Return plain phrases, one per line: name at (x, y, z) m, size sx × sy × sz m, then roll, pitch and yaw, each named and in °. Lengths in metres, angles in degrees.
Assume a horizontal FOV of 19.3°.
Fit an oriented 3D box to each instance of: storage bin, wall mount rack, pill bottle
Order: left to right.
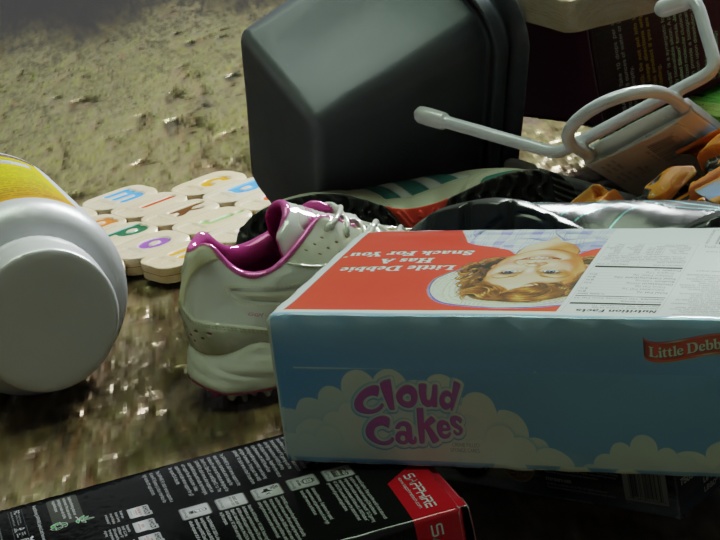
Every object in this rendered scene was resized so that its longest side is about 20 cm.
pill bottle at (-0.195, 0.003, 1.180) m, size 0.109 × 0.110 × 0.200 m, roll -16°, pitch 18°, yaw -16°
storage bin at (0.002, -0.108, 1.249) m, size 0.134 × 0.200 × 0.146 m, roll -31°, pitch 65°, yaw -17°
wall mount rack at (0.138, -0.078, 1.172) m, size 0.173 × 0.075 × 0.200 m, roll -25°, pitch -24°, yaw 23°

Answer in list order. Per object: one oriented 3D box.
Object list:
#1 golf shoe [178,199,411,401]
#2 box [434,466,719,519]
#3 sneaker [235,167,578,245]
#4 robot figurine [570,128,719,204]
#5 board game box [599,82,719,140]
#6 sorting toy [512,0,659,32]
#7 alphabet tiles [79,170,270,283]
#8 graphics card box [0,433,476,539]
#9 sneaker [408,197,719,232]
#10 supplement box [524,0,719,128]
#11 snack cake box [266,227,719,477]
golf shoe at (0.000, 0.000, 1.098) m, size 0.199 × 0.092 × 0.075 m, roll -17°, pitch 17°, yaw -14°
box at (0.095, 0.054, 0.964) m, size 0.200 × 0.040 × 0.137 m, roll 5°, pitch 23°, yaw 40°
sneaker at (0.032, -0.018, 1.205) m, size 0.199 × 0.071 × 0.093 m, roll -9°, pitch 0°, yaw 11°
robot figurine at (0.176, -0.034, 1.076) m, size 0.200 × 0.058 × 0.145 m, roll -28°, pitch 12°, yaw 9°
board game box at (0.247, -0.085, 1.286) m, size 0.101 × 0.048 × 0.200 m, roll -21°, pitch 20°, yaw -29°
sorting toy at (0.159, -0.206, 1.231) m, size 0.198 × 0.070 × 0.200 m, roll -16°, pitch 19°, yaw -18°
alphabet tiles at (-0.137, -0.025, 1.384) m, size 0.195 × 0.015 × 0.200 m, roll -23°, pitch 21°, yaw -32°
graphics card box at (-0.064, 0.119, 0.846) m, size 0.199 × 0.051 × 0.125 m, roll -14°, pitch 18°, yaw -12°
sneaker at (0.116, 0.004, 0.953) m, size 0.199 × 0.076 × 0.079 m, roll 4°, pitch 8°, yaw 20°
supplement box at (0.183, -0.162, 1.336) m, size 0.200 × 0.086 × 0.110 m, roll -23°, pitch 22°, yaw -32°
snack cake box at (0.076, 0.030, 0.862) m, size 0.199 × 0.067 × 0.115 m, roll 0°, pitch 20°, yaw 21°
